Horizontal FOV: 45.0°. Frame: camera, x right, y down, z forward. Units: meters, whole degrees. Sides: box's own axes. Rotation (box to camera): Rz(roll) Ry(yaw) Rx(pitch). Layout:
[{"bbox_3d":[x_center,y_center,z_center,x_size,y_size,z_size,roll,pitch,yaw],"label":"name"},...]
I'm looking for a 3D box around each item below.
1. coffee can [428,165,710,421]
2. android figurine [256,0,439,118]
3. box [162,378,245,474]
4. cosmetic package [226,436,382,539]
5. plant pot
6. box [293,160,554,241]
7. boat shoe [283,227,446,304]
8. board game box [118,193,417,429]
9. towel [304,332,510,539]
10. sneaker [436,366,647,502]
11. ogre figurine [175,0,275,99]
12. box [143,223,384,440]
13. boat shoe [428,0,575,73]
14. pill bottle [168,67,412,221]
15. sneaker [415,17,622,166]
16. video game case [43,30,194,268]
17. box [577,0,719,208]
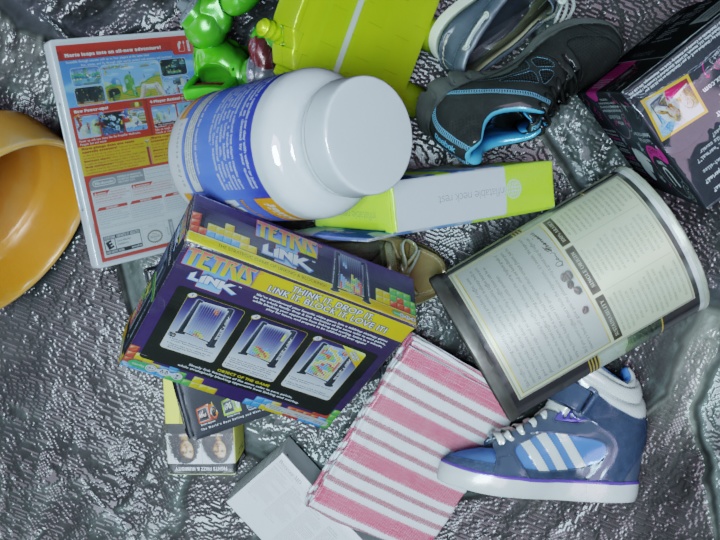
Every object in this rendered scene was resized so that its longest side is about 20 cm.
[{"bbox_3d":[0.182,0.021,0.775,0.199,0.146,0.147,-30,97,4],"label":"coffee can"},{"bbox_3d":[-0.003,-0.200,0.752,0.041,0.199,0.184,31,106,43],"label":"android figurine"},{"bbox_3d":[-0.158,0.101,0.873,0.074,0.050,0.202,0,99,2],"label":"box"},{"bbox_3d":[-0.038,0.275,0.895,0.082,0.051,0.200,-40,95,12],"label":"cosmetic package"},{"bbox_3d":[-0.388,-0.084,0.800,0.183,0.200,0.201,36,101,14],"label":"plant pot"},{"bbox_3d":[0.054,-0.062,0.746,0.198,0.121,0.048,-11,100,-33],"label":"box"},{"bbox_3d":[0.000,-0.003,0.794,0.199,0.063,0.074,11,88,-26],"label":"boat shoe"},{"bbox_3d":[-0.079,0.042,0.723,0.198,0.057,0.166,21,130,-21],"label":"board game box"},{"bbox_3d":[0.053,0.176,0.860,0.146,0.030,0.201,30,97,-20],"label":"towel"},{"bbox_3d":[0.176,0.141,0.838,0.198,0.081,0.148,4,83,0],"label":"sneaker"},{"bbox_3d":[-0.096,-0.185,0.791,0.118,0.099,0.201,-4,141,9],"label":"ogre figurine"},{"bbox_3d":[-0.088,0.051,0.825,0.198,0.049,0.163,-15,97,-18],"label":"box"},{"bbox_3d":[0.151,-0.244,0.763,0.199,0.075,0.062,-37,51,1],"label":"boat shoe"},{"bbox_3d":[-0.056,-0.094,0.674,0.111,0.199,0.113,-2,93,-40],"label":"pill bottle"},{"bbox_3d":[0.149,-0.148,0.748,0.199,0.082,0.074,-27,140,-9],"label":"sneaker"},{"bbox_3d":[-0.203,-0.116,0.809,0.142,0.017,0.202,-17,102,-38],"label":"video game case"},{"bbox_3d":[0.279,-0.143,0.720,0.132,0.200,0.115,-38,97,10],"label":"box"}]
